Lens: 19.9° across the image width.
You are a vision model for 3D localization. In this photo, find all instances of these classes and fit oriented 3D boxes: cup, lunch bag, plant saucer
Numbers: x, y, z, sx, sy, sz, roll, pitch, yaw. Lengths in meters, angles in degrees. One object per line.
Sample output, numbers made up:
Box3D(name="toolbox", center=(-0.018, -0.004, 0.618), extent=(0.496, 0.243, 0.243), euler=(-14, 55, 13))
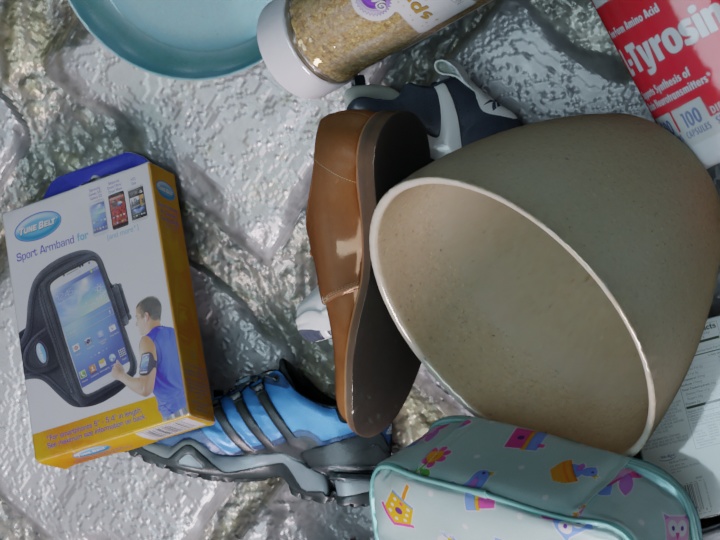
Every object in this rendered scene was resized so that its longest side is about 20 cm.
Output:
Box3D(name="cup", center=(0.126, -0.009, 1.170), extent=(0.200, 0.143, 0.201), euler=(33, 147, 25))
Box3D(name="lunch bag", center=(0.101, 0.174, 1.169), extent=(0.200, 0.077, 0.161), euler=(11, 124, 40))
Box3D(name="plant saucer", center=(-0.108, -0.224, 1.328), extent=(0.199, 0.027, 0.201), euler=(3, 101, 18))

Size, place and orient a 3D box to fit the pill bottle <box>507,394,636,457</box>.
Box3D(name="pill bottle", center=(0.137, 0.176, 1.274), extent=(0.114, 0.114, 0.201), euler=(-24, 92, 22))

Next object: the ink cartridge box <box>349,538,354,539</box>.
Box3D(name="ink cartridge box", center=(0.035, 0.296, 1.349), extent=(0.200, 0.084, 0.145), euler=(29, 108, 11))

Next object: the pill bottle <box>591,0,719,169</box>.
Box3D(name="pill bottle", center=(0.191, -0.168, 1.189), extent=(0.112, 0.112, 0.200), euler=(-28, 90, 22))

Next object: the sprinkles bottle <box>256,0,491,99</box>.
Box3D(name="sprinkles bottle", center=(0.027, -0.170, 1.219), extent=(0.200, 0.068, 0.068), euler=(-25, 92, 39))

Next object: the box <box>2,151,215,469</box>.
Box3D(name="box", center=(-0.170, 0.019, 1.356), extent=(0.119, 0.041, 0.201), euler=(-18, 73, 20))

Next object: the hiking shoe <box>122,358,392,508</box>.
Box3D(name="hiking shoe", center=(-0.070, 0.099, 1.363), extent=(0.199, 0.074, 0.087), euler=(9, 90, 11))

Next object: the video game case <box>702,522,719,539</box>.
Box3D(name="video game case", center=(0.247, 0.217, 1.235), extent=(0.199, 0.018, 0.144), euler=(-15, 97, -15))

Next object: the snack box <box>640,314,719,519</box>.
Box3D(name="snack box", center=(0.262, 0.074, 1.223), extent=(0.199, 0.037, 0.117), euler=(-15, 82, 12))

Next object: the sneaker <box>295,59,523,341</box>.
Box3D(name="sneaker", center=(0.013, -0.054, 1.294), extent=(0.199, 0.079, 0.130), euler=(-39, 81, 26))

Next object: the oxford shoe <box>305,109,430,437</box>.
Box3D(name="oxford shoe", center=(0.000, 0.000, 1.241), extent=(0.071, 0.071, 0.201), euler=(10, 103, 39))
